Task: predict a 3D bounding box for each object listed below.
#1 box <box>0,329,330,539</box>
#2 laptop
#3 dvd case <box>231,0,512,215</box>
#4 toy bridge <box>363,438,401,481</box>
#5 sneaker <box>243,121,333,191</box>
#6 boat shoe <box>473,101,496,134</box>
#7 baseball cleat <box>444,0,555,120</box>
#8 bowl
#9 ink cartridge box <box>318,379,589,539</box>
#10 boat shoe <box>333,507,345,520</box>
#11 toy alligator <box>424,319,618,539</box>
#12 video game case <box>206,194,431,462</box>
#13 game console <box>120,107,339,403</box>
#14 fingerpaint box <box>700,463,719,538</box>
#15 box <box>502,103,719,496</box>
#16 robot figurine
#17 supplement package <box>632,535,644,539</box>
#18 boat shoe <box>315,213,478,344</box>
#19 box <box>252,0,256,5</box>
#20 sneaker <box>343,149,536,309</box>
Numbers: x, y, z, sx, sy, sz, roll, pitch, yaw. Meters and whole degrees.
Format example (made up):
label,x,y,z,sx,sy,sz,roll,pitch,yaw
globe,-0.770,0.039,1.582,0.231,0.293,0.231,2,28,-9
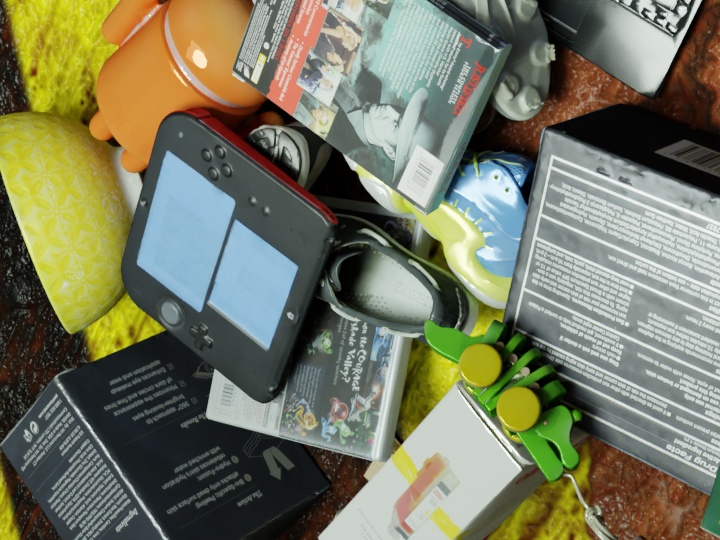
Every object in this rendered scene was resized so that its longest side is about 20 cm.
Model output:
label,x,y,z,sx,sy,sz,roll,pitch,yaw
box,-0.167,0.169,1.368,0.201,0.196,0.117,53,127,11
laptop,0.152,-0.239,1.078,0.177,0.103,0.202,36,122,23
dvd case,0.003,-0.154,1.159,0.199,0.022,0.147,37,125,20
toy bridge,-0.031,0.097,1.356,0.200,0.027,0.068,41,122,19
sneaker,-0.091,-0.055,1.306,0.200,0.079,0.074,-37,85,40
boat shoe,0.025,-0.181,1.209,0.201,0.067,0.072,53,126,11
baseball cleat,0.074,-0.203,1.159,0.106,0.069,0.202,0,115,61
bowl,-0.240,-0.057,1.398,0.106,0.200,0.202,-20,92,-4
ink cartridge box,0.081,0.157,1.220,0.084,0.145,0.200,50,125,15
boat shoe,0.050,0.281,1.319,0.199,0.074,0.094,27,111,26
toy alligator,0.123,0.097,1.081,0.054,0.059,0.200,-41,74,-3
video game case,-0.035,0.040,1.304,0.180,0.023,0.203,10,87,34
game console,-0.110,-0.013,1.266,0.176,0.031,0.201,39,131,22
fingerpaint box,0.301,0.071,0.999,0.073,0.199,0.169,24,117,28
box,0.214,0.015,1.094,0.199,0.123,0.201,26,117,30
robot figurine,-0.138,-0.160,1.304,0.199,0.116,0.145,-35,67,36
supplement package,0.198,0.339,1.208,0.155,0.110,0.201,41,124,20
boat shoe,0.000,0.000,1.237,0.198,0.060,0.077,19,94,34
box,-0.058,-0.215,1.232,0.039,0.041,0.202,-17,101,57
sneaker,0.077,-0.071,1.206,0.200,0.076,0.105,45,116,3
